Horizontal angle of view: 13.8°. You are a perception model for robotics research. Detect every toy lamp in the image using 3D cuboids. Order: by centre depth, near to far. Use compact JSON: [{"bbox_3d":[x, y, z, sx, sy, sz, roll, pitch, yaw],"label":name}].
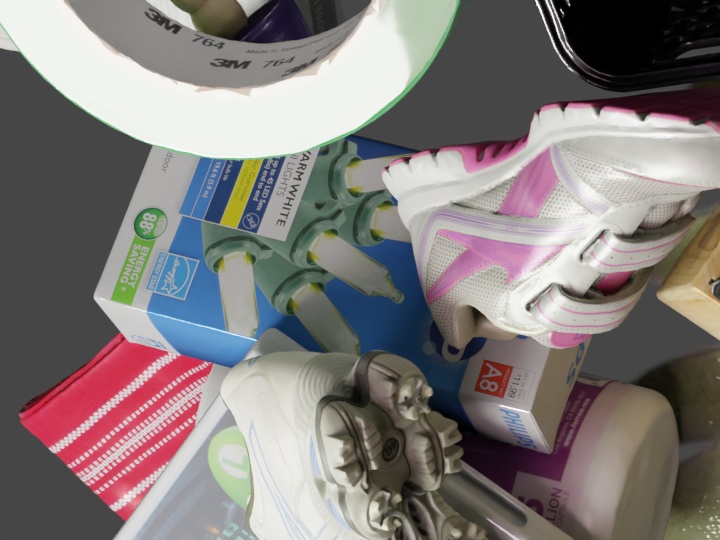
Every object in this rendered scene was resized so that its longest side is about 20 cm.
[{"bbox_3d":[-0.084,-0.132,1.195,0.058,0.058,0.200,-31,103,41],"label":"toy lamp"}]

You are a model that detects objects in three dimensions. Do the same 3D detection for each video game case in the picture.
[{"bbox_3d":[-0.009,0.136,1.293,0.182,0.023,0.200,35,135,-1],"label":"video game case"}]

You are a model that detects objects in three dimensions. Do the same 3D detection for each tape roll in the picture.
[{"bbox_3d":[-0.051,-0.141,1.119,0.200,0.048,0.201,8,118,14],"label":"tape roll"}]

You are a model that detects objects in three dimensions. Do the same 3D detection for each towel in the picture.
[{"bbox_3d":[-0.063,0.110,1.457,0.200,0.022,0.145,46,134,-11],"label":"towel"}]

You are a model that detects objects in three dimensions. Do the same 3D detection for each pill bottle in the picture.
[{"bbox_3d":[0.031,0.086,1.324,0.200,0.112,0.112,13,130,20],"label":"pill bottle"}]

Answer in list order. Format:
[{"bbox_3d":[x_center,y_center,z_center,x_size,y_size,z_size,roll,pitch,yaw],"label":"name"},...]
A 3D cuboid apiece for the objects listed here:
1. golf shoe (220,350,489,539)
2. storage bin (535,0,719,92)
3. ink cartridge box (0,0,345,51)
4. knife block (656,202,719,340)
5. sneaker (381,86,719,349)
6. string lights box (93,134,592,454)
[{"bbox_3d":[0.001,0.114,1.220,0.097,0.078,0.200,13,127,42],"label":"golf shoe"},{"bbox_3d":[0.120,-0.177,1.082,0.135,0.094,0.200,-5,121,32],"label":"storage bin"},{"bbox_3d":[-0.110,-0.163,1.256,0.200,0.047,0.160,11,130,25],"label":"ink cartridge box"},{"bbox_3d":[0.160,0.006,1.146,0.064,0.176,0.200,35,134,2],"label":"knife block"},{"bbox_3d":[0.090,-0.018,1.153,0.200,0.081,0.088,-18,81,56],"label":"sneaker"},{"bbox_3d":[0.000,0.000,1.272,0.200,0.103,0.059,14,162,19],"label":"string lights box"}]
